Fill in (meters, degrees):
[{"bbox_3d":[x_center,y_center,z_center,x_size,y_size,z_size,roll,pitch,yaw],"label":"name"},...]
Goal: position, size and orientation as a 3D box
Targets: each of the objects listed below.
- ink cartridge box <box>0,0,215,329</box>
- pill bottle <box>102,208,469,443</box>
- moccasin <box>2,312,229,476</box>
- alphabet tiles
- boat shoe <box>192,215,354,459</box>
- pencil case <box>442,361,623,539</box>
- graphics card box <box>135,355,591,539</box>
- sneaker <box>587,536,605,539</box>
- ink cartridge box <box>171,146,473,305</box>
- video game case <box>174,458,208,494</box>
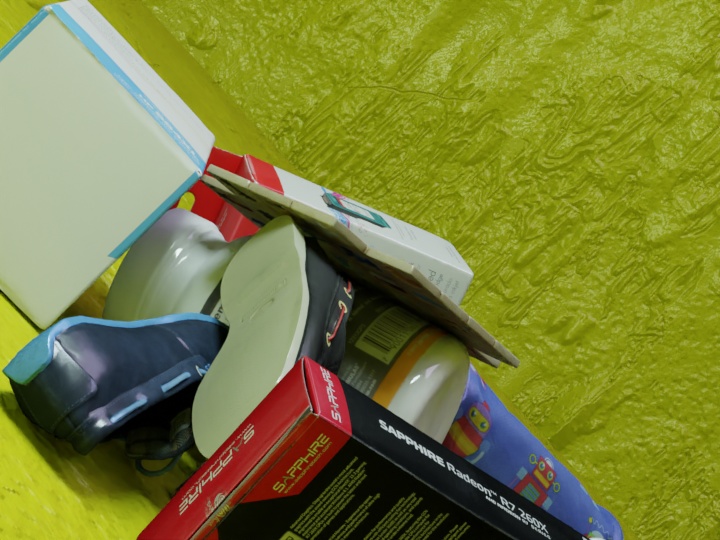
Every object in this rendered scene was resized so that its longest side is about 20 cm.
[{"bbox_3d":[-0.171,-0.071,1.077,0.125,0.128,0.200,46,6,-8],"label":"ink cartridge box"},{"bbox_3d":[-0.045,0.049,1.075,0.199,0.117,0.116,28,0,17],"label":"pill bottle"},{"bbox_3d":[-0.110,0.069,0.927,0.068,0.080,0.200,53,21,15],"label":"moccasin"},{"bbox_3d":[0.000,0.000,1.049,0.166,0.006,0.200,25,-10,39],"label":"alphabet tiles"},{"bbox_3d":[-0.037,0.043,0.916,0.063,0.073,0.202,47,19,-19],"label":"boat shoe"},{"bbox_3d":[0.086,0.133,1.186,0.200,0.078,0.087,47,-20,-29],"label":"pencil case"},{"bbox_3d":[0.011,0.138,0.842,0.199,0.126,0.051,34,19,-26],"label":"graphics card box"},{"bbox_3d":[0.121,0.208,0.989,0.200,0.112,0.072,32,30,-51],"label":"sneaker"},{"bbox_3d":[-0.043,0.006,1.187,0.199,0.117,0.067,22,14,-17],"label":"ink cartridge box"},{"bbox_3d":[-0.001,0.193,1.012,0.200,0.036,0.181,50,7,21],"label":"video game case"}]
